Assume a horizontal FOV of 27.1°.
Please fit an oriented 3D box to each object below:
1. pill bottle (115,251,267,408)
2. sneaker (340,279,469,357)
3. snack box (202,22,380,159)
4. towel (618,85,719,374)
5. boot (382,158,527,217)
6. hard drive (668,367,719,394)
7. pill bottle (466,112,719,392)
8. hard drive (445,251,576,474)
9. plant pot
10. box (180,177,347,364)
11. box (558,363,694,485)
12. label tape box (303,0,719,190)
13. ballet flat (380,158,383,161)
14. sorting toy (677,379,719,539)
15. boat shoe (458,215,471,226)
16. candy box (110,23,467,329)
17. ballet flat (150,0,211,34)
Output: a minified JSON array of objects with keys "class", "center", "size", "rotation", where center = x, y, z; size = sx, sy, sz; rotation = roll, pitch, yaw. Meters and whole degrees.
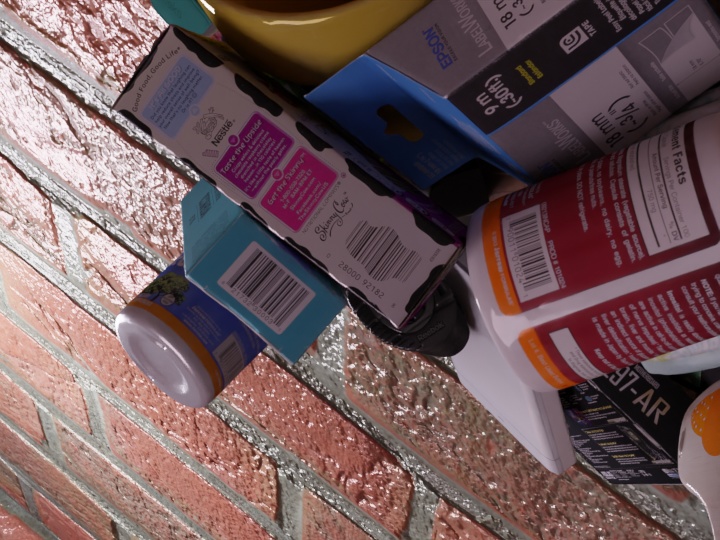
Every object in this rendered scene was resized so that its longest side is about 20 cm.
[{"class":"pill bottle","center":[-0.110,0.016,1.315],"size":[0.112,0.200,0.112],"rotation":[33,152,21]},{"class":"sneaker","center":[0.000,0.000,1.077],"size":[0.200,0.076,0.091],"rotation":[45,-177,29]},{"class":"snack box","center":[-0.041,-0.131,1.037],"size":[0.053,0.200,0.142],"rotation":[-33,105,20]},{"class":"towel","center":[0.220,-0.027,0.886],"size":[0.200,0.048,0.171],"rotation":[-17,115,35]},{"class":"boot","center":[0.109,-0.074,0.999],"size":[0.146,0.199,0.070],"rotation":[-110,14,-76]},{"class":"hard drive","center":[0.234,0.028,1.024],"size":[0.200,0.038,0.140],"rotation":[27,148,30]},{"class":"pill bottle","center":[0.167,-0.015,0.802],"size":[0.200,0.113,0.113],"rotation":[-21,117,22]},{"class":"hard drive","center":[0.094,0.048,1.087],"size":[0.132,0.027,0.200],"rotation":[45,163,42]},{"class":"plant pot","center":[0.015,-0.173,0.900],"size":[0.200,0.201,0.189],"rotation":[27,164,33]},{"class":"box","center":[-0.063,-0.013,0.911],"size":[0.082,0.049,0.200],"rotation":[41,-174,-15]},{"class":"box","center":[0.176,0.094,1.131],"size":[0.160,0.044,0.200],"rotation":[43,168,0]},{"class":"label tape box","center":[0.093,-0.104,0.813],"size":[0.144,0.200,0.063],"rotation":[32,-154,-53]},{"class":"ballet flat","center":[-0.014,-0.071,1.151],"size":[0.200,0.067,0.067],"rotation":[2,158,42]},{"class":"sorting toy","center":[0.293,0.153,0.904],"size":[0.199,0.180,0.107],"rotation":[16,137,7]},{"class":"boat shoe","center":[0.074,-0.048,1.139],"size":[0.200,0.057,0.067],"rotation":[12,99,43]},{"class":"candy box","center":[-0.032,-0.056,0.861],"size":[0.200,0.061,0.136],"rotation":[37,-172,3]},{"class":"ballet flat","center":[-0.090,-0.167,1.138],"size":[0.200,0.073,0.073],"rotation":[55,161,31]}]
